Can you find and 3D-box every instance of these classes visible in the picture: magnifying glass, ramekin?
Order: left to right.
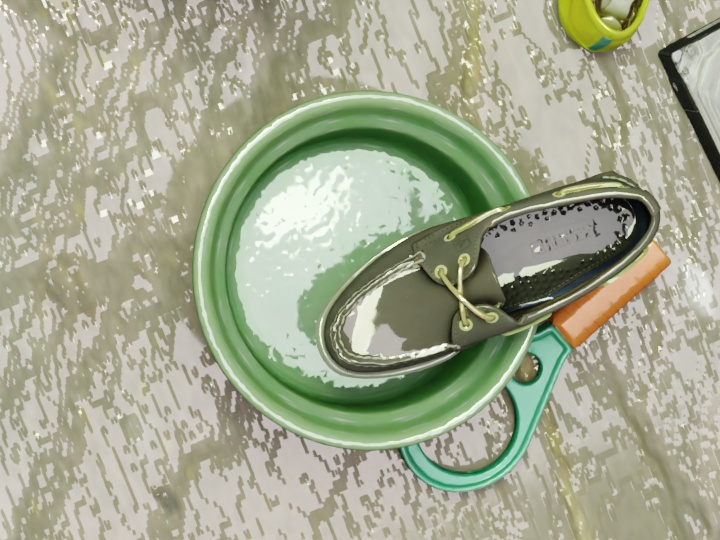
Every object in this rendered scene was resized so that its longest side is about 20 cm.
[{"bbox_3d":[0.000,0.000,1.553,0.199,0.098,0.201,0,90,-8],"label":"ramekin"},{"bbox_3d":[0.104,0.053,1.625,0.200,0.022,0.080,-42,100,-4],"label":"magnifying glass"}]

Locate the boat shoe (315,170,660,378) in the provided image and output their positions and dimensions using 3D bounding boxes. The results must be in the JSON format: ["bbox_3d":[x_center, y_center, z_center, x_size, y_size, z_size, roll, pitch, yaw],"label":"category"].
[{"bbox_3d":[0.070,0.002,1.481,0.201,0.060,0.072,-24,92,-7],"label":"boat shoe"}]

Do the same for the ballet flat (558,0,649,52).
[{"bbox_3d":[0.167,-0.223,1.581,0.067,0.067,0.201,16,93,-10],"label":"ballet flat"}]

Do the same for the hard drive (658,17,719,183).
[{"bbox_3d":[0.283,-0.075,1.634,0.139,0.038,0.201,-28,101,-5],"label":"hard drive"}]
